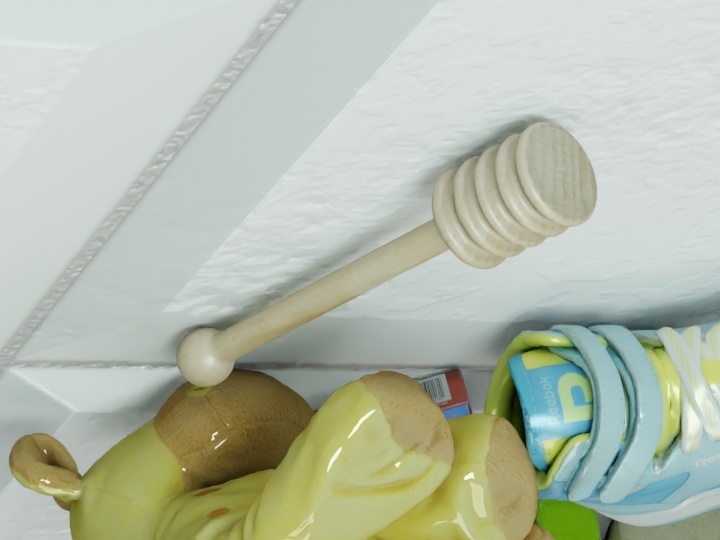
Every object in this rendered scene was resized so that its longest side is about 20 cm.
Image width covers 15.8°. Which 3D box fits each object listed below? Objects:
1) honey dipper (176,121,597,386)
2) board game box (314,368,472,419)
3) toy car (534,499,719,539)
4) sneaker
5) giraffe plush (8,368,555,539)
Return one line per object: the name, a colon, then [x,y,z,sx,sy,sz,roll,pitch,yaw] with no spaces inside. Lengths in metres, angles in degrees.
honey dipper: [0.000,0.000,0.926,0.038,0.038,0.199,11,153,-42]
board game box: [0.012,0.111,1.158,0.102,0.020,0.200,-15,148,2]
toy car: [0.146,0.194,1.318,0.163,0.159,0.200,4,167,-8]
sneaker: [0.135,0.047,1.016,0.199,0.080,0.130,-29,153,36]
giraffe plush: [-0.043,0.107,1.001,0.199,0.162,0.173,-32,124,-14]
